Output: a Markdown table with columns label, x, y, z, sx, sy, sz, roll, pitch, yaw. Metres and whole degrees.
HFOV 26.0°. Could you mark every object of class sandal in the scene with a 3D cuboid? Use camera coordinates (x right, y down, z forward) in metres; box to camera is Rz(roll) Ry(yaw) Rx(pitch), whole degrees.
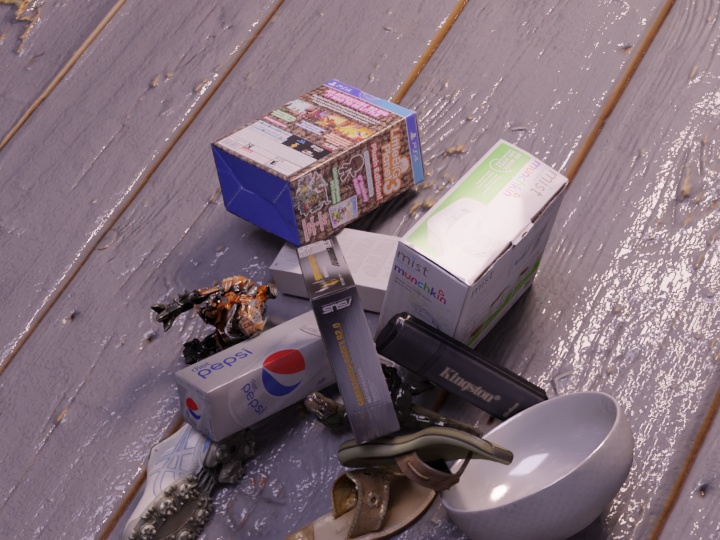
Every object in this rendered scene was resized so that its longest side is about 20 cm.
| label | x | y | z | sx | sy | sz | roll | pitch | yaw |
| --- | --- | --- | --- | --- | --- | --- | --- | --- | --- |
| sandal | 0.065 | 0.192 | 1.535 | 0.201 | 0.080 | 0.057 | -11 | 65 | 39 |
| sandal | -0.006 | 0.240 | 1.600 | 0.211 | 0.070 | 0.078 | -34 | 47 | -11 |

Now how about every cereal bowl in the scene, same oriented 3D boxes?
| label | x | y | z | sx | sy | sz | roll | pitch | yaw |
| --- | --- | --- | --- | --- | --- | --- | --- | --- | --- |
| cereal bowl | 0.182 | 0.207 | 1.523 | 0.200 | 0.083 | 0.200 | -29 | 13 | 7 |

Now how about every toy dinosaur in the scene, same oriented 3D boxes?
| label | x | y | z | sx | sy | sz | roll | pitch | yaw |
| --- | --- | --- | --- | --- | --- | --- | --- | --- | --- |
| toy dinosaur | 0.044 | 0.140 | 1.693 | 0.199 | 0.048 | 0.088 | 4 | 55 | 18 |
| toy dinosaur | -0.155 | 0.052 | 1.801 | 0.136 | 0.200 | 0.102 | -31 | 86 | 1 |

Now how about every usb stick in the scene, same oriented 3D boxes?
| label | x | y | z | sx | sy | sz | roll | pitch | yaw |
| --- | --- | --- | --- | --- | --- | --- | --- | --- | --- |
| usb stick | 0.105 | 0.104 | 1.603 | 0.055 | 0.200 | 0.033 | -52 | 23 | 21 |

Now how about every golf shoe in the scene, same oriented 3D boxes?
| label | x | y | z | sx | sy | sz | roll | pitch | yaw |
| --- | --- | --- | --- | --- | --- | --- | --- | --- | --- |
| golf shoe | -0.202 | 0.231 | 1.688 | 0.097 | 0.078 | 0.200 | 13 | 46 | 37 |

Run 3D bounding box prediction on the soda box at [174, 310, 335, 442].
| label | x | y | z | sx | sy | sz | roll | pitch | yaw |
| --- | --- | --- | --- | --- | --- | --- | --- | --- | --- |
| soda box | -0.100 | 0.111 | 1.704 | 0.200 | 0.064 | 0.068 | -24 | 30 | -31 |

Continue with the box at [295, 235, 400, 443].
| label | x | y | z | sx | sy | sz | roll | pitch | yaw |
| --- | --- | --- | --- | --- | --- | --- | --- | --- | --- |
| box | -0.015 | 0.066 | 1.595 | 0.048 | 0.159 | 0.200 | -17 | 17 | -1 |

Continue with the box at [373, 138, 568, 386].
| label | x | y | z | sx | sy | sz | roll | pitch | yaw |
| --- | --- | --- | --- | --- | --- | --- | --- | --- | --- |
| box | 0.119 | -0.008 | 1.665 | 0.097 | 0.177 | 0.200 | 33 | 54 | 17 |

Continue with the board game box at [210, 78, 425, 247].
| label | x | y | z | sx | sy | sz | roll | pitch | yaw |
| --- | --- | --- | --- | --- | --- | --- | --- | --- | --- |
| board game box | -0.050 | -0.132 | 1.889 | 0.200 | 0.097 | 0.159 | -31 | 38 | -29 |

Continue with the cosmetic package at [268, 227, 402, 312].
| label | x | y | z | sx | sy | sz | roll | pitch | yaw |
| --- | --- | --- | --- | --- | --- | --- | --- | --- | --- |
| cosmetic package | 0.000 | 0.000 | 1.826 | 0.200 | 0.051 | 0.083 | 11 | 51 | 29 |
